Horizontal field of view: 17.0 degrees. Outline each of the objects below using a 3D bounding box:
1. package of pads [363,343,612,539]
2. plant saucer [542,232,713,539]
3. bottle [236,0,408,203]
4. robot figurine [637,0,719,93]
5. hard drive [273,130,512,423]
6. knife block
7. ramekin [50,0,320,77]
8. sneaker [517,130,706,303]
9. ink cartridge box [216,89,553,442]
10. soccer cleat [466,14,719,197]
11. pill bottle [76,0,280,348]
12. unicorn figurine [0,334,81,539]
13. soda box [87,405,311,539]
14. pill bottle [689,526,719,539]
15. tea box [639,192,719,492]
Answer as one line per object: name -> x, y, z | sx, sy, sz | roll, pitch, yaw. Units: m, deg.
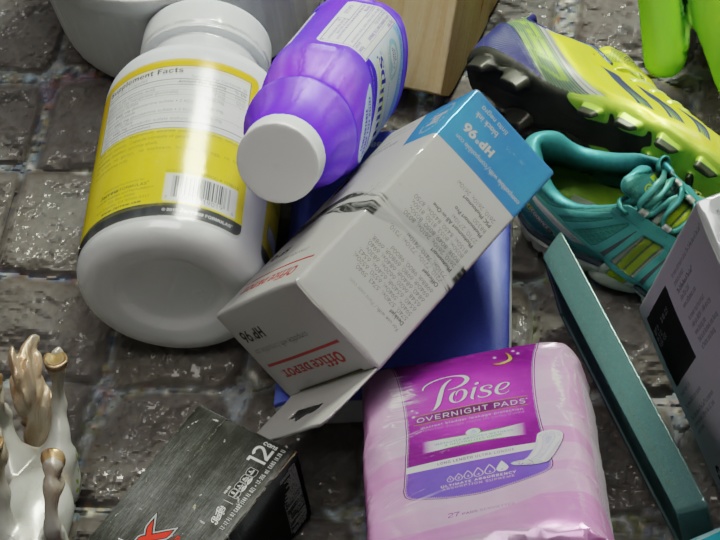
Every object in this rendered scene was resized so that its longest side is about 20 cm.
package of pads -> 0.064, 0.117, 1.218 | 0.120, 0.076, 0.200 | -9, 27, 5
plant saucer -> 0.143, 0.070, 1.297 | 0.019, 0.070, 0.200 | -22, 50, -1
bottle -> -0.022, -0.095, 1.379 | 0.065, 0.084, 0.200 | 11, 24, 9
robot figurine -> 0.254, -0.164, 1.439 | 0.175, 0.116, 0.200 | -7, 47, -5
hard drive -> 0.022, -0.001, 1.407 | 0.132, 0.025, 0.200 | -3, 50, 8
knife block -> 0.048, -0.234, 1.498 | 0.064, 0.176, 0.200 | 13, 54, 21
ramekin -> -0.116, -0.211, 1.561 | 0.200, 0.098, 0.201 | -5, 51, 6
sneaker -> 0.171, -0.022, 1.361 | 0.200, 0.080, 0.078 | 21, 57, 25
ink cartridge box -> 0.000, 0.000, 1.312 | 0.068, 0.116, 0.200 | 47, 64, -9
soccer cleat -> 0.155, -0.101, 1.442 | 0.200, 0.065, 0.084 | 29, 54, 29
pill bottle -> -0.101, -0.062, 1.425 | 0.112, 0.112, 0.200 | -2, 50, 9
unicorn figurine -> -0.181, 0.133, 1.283 | 0.074, 0.138, 0.200 | 10, 35, 11
soda box -> -0.111, 0.170, 1.266 | 0.071, 0.063, 0.200 | 23, 58, 27
pill bottle -> 0.243, 0.156, 1.180 | 0.200, 0.111, 0.111 | -22, 50, -9
tea box -> 0.265, 0.016, 1.211 | 0.197, 0.200, 0.134 | -22, 76, -7
